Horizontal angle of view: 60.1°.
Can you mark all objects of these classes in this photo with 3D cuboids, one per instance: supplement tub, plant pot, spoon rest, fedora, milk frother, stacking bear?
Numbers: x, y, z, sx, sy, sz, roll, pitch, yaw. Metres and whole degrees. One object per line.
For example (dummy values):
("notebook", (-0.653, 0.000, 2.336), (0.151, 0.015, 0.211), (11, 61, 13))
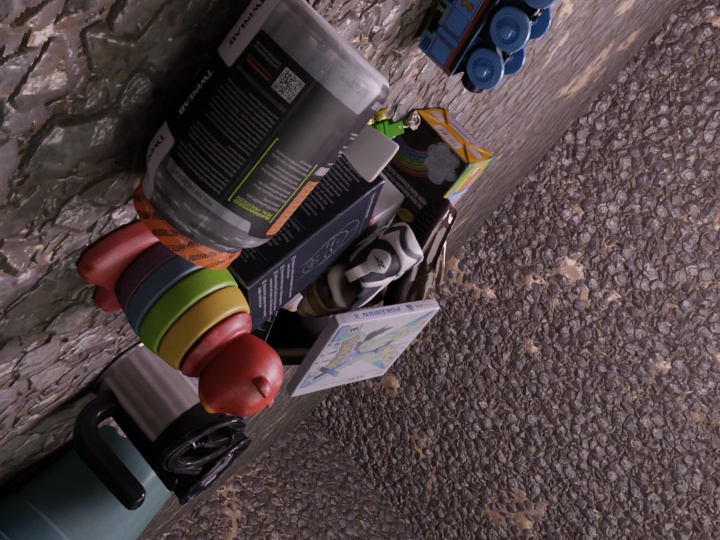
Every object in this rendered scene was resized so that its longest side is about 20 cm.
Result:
("supplement tub", (-0.082, -0.105, 0.485), (0.200, 0.123, 0.122), (-47, 169, 14))
("plant pot", (-0.387, 0.340, 0.873), (0.196, 0.200, 0.201), (-45, 172, -40))
("spoon rest", (-0.015, -0.148, 0.598), (0.100, 0.060, 0.201), (-49, -155, 13))
("fedora", (-0.100, 0.107, 1.030), (0.197, 0.093, 0.201), (-2, 173, 0))
("milk frother", (-0.234, 0.171, 0.773), (0.200, 0.188, 0.180), (-49, 169, 26))
("stacking bear", (-0.155, 0.054, 0.596), (0.113, 0.200, 0.122), (-39, 168, -24))

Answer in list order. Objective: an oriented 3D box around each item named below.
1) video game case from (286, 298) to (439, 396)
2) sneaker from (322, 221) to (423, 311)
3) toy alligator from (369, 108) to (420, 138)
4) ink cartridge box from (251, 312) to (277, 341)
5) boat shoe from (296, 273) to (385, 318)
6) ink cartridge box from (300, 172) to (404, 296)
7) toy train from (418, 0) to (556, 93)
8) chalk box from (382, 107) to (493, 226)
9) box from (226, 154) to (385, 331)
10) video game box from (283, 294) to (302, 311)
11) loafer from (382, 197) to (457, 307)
("video game case", (0.001, 0.116, 0.927), (0.180, 0.022, 0.201), (-7, 146, -34))
("sneaker", (0.000, 0.000, 0.864), (0.128, 0.080, 0.199), (-27, -174, -13))
("toy alligator", (0.017, -0.175, 0.800), (0.054, 0.060, 0.200), (0, -159, 28))
("ink cartridge box", (-0.167, 0.059, 0.863), (0.201, 0.093, 0.037), (119, -14, -52))
("boat shoe", (-0.031, 0.035, 0.940), (0.076, 0.072, 0.199), (-32, 166, 25))
("ink cartridge box", (-0.033, -0.053, 0.968), (0.147, 0.086, 0.201), (-37, 168, -31))
("toy train", (0.151, -0.292, 0.680), (0.087, 0.114, 0.201), (-39, 169, -40))
("chalk box", (0.093, -0.143, 1.004), (0.200, 0.125, 0.124), (-50, 168, 31))
("box", (-0.085, -0.050, 0.722), (0.199, 0.107, 0.149), (-40, 168, -21))
("video game box", (-0.135, 0.073, 1.170), (0.199, 0.047, 0.183), (-39, 165, -26))
("loafer", (0.099, -0.015, 0.943), (0.073, 0.070, 0.202), (-111, -138, -61))
